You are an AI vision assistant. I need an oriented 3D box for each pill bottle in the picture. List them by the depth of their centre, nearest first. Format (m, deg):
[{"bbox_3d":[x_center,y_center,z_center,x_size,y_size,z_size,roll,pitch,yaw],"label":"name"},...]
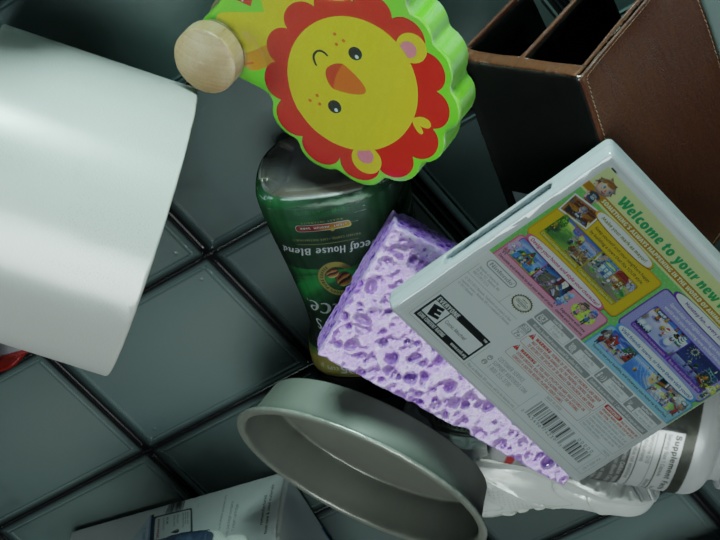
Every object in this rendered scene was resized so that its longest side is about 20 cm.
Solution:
[{"bbox_3d":[0.196,0.096,1.701,0.199,0.114,0.114,10,130,-2],"label":"pill bottle"}]

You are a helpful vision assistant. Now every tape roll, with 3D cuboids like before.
[{"bbox_3d":[-0.202,-0.046,1.571,0.138,0.203,0.203,18,129,-9],"label":"tape roll"}]

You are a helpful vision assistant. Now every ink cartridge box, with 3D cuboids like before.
[{"bbox_3d":[-0.119,0.258,1.892,0.199,0.086,0.147,-18,125,18],"label":"ink cartridge box"}]

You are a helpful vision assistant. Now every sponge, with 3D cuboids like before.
[{"bbox_3d":[0.081,0.053,1.608,0.199,0.030,0.112,28,113,-11],"label":"sponge"}]

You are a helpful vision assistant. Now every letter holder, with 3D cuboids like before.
[{"bbox_3d":[0.166,-0.095,1.567,0.100,0.142,0.201,12,138,39],"label":"letter holder"}]

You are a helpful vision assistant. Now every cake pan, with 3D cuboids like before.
[{"bbox_3d":[0.007,0.138,1.722,0.199,0.037,0.200,24,159,9],"label":"cake pan"}]

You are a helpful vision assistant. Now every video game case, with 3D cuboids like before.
[{"bbox_3d":[0.150,0.031,1.540,0.182,0.022,0.200,-35,119,22],"label":"video game case"}]

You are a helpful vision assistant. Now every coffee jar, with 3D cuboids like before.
[{"bbox_3d":[0.000,0.000,1.662,0.104,0.086,0.201,-8,129,13],"label":"coffee jar"}]

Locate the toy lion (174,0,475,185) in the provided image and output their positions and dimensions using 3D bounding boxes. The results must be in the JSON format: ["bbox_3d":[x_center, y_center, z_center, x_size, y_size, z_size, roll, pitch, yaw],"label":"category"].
[{"bbox_3d":[-0.013,-0.155,1.507,0.191,0.069,0.201,25,130,12],"label":"toy lion"}]

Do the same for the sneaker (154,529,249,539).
[{"bbox_3d":[-0.101,0.283,1.800,0.145,0.081,0.201,-6,121,17],"label":"sneaker"}]

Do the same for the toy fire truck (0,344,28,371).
[{"bbox_3d":[-0.331,0.021,1.713,0.199,0.112,0.169,-15,108,17],"label":"toy fire truck"}]

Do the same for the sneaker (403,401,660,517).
[{"bbox_3d":[0.124,0.149,1.789,0.199,0.078,0.100,16,137,4],"label":"sneaker"}]
